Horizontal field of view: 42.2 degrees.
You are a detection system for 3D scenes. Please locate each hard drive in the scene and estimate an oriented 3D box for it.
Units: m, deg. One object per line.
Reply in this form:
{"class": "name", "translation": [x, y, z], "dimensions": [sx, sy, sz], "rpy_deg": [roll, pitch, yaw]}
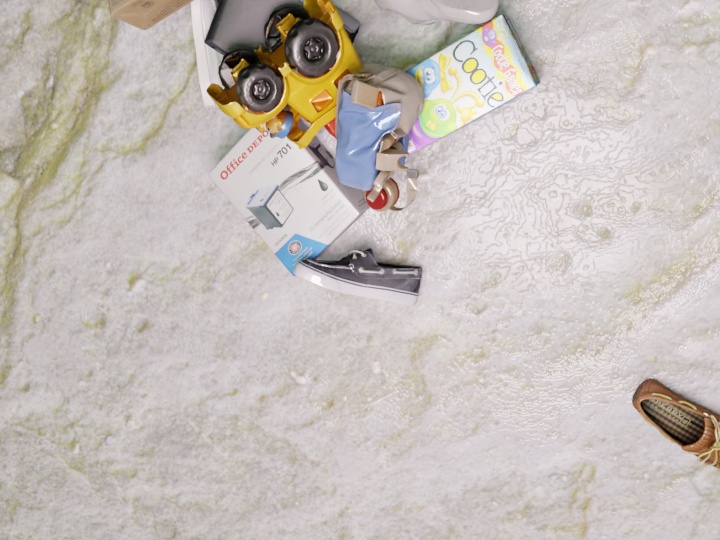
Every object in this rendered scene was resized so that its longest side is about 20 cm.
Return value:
{"class": "hard drive", "translation": [-0.111, -0.334, 1.321], "dimensions": [0.197, 0.042, 0.137], "rpy_deg": [23, 107, -11]}

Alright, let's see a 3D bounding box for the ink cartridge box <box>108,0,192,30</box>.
{"class": "ink cartridge box", "translation": [-0.269, -0.458, 1.302], "dimensions": [0.197, 0.075, 0.168], "rpy_deg": [-19, 74, 30]}

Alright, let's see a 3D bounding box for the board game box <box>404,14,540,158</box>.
{"class": "board game box", "translation": [0.132, -0.250, 1.270], "dimensions": [0.197, 0.105, 0.104], "rpy_deg": [-27, 96, 19]}

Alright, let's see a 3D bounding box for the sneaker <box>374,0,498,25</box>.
{"class": "sneaker", "translation": [0.100, -0.362, 1.259], "dimensions": [0.198, 0.089, 0.076], "rpy_deg": [25, 66, 26]}

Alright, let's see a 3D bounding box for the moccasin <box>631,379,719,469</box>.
{"class": "moccasin", "translation": [0.473, 0.225, 1.302], "dimensions": [0.200, 0.078, 0.074], "rpy_deg": [37, 109, 4]}

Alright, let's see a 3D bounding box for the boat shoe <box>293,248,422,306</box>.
{"class": "boat shoe", "translation": [0.000, 0.000, 1.353], "dimensions": [0.196, 0.072, 0.069], "rpy_deg": [12, 98, -19]}

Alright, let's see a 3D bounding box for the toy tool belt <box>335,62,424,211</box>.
{"class": "toy tool belt", "translation": [0.012, -0.157, 1.205], "dimensions": [0.123, 0.123, 0.204], "rpy_deg": [13, 118, 21]}

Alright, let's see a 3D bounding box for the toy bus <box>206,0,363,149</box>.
{"class": "toy bus", "translation": [-0.081, -0.237, 1.263], "dimensions": [0.199, 0.136, 0.193], "rpy_deg": [-39, 123, -3]}

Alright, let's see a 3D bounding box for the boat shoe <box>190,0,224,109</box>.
{"class": "boat shoe", "translation": [-0.209, -0.342, 1.365], "dimensions": [0.067, 0.072, 0.205], "rpy_deg": [-7, 95, -5]}

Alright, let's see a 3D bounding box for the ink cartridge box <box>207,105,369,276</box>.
{"class": "ink cartridge box", "translation": [-0.103, -0.119, 1.376], "dimensions": [0.146, 0.086, 0.200], "rpy_deg": [-42, 91, 20]}
